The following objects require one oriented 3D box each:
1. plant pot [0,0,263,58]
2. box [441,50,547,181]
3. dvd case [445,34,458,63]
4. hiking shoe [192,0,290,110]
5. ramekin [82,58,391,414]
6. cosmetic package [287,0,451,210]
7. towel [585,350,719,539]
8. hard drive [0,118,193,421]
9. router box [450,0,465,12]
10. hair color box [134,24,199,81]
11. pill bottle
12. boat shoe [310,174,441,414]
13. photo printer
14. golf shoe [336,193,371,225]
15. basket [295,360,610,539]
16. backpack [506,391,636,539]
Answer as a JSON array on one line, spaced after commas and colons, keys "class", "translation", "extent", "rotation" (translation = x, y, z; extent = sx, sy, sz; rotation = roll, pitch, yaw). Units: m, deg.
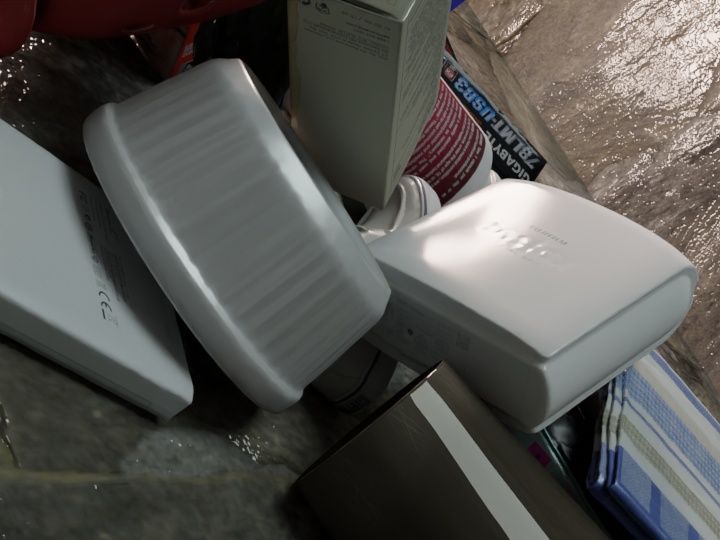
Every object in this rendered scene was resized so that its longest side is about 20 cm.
[{"class": "plant pot", "translation": [-0.152, -0.215, 0.682], "extent": [0.182, 0.201, 0.201], "rotation": [-25, 76, -31]}, {"class": "box", "translation": [0.042, -0.140, 1.194], "extent": [0.198, 0.050, 0.199], "rotation": [44, -21, -22]}, {"class": "dvd case", "translation": [0.018, -0.215, 1.165], "extent": [0.145, 0.022, 0.200], "rotation": [23, -21, 33]}, {"class": "hiking shoe", "translation": [-0.081, -0.128, 0.853], "extent": [0.074, 0.202, 0.087], "rotation": [6, 30, -17]}, {"class": "ramekin", "translation": [-0.062, -0.027, 0.739], "extent": [0.203, 0.094, 0.202], "rotation": [57, 4, -6]}, {"class": "cosmetic package", "translation": [0.007, -0.137, 0.797], "extent": [0.073, 0.104, 0.200], "rotation": [22, -27, 8]}, {"class": "towel", "translation": [0.203, 0.129, 0.855], "extent": [0.147, 0.024, 0.200], "rotation": [46, 28, -13]}, {"class": "hard drive", "translation": [-0.164, -0.019, 0.631], "extent": [0.200, 0.026, 0.133], "rotation": [38, 24, -45]}, {"class": "router box", "translation": [-0.011, -0.236, 1.003], "extent": [0.179, 0.200, 0.049], "rotation": [31, -30, 35]}, {"class": "hair color box", "translation": [-0.121, -0.225, 0.891], "extent": [0.111, 0.064, 0.200], "rotation": [56, -24, 6]}, {"class": "pill bottle", "translation": [0.035, -0.104, 1.057], "extent": [0.200, 0.113, 0.113], "rotation": [47, 18, -30]}, {"class": "boat shoe", "translation": [0.000, 0.000, 0.902], "extent": [0.070, 0.071, 0.201], "rotation": [38, 51, -25]}, {"class": "photo printer", "translation": [0.111, 0.010, 0.844], "extent": [0.166, 0.070, 0.199], "rotation": [30, 38, 33]}, {"class": "golf shoe", "translation": [-0.038, -0.075, 0.989], "extent": [0.200, 0.088, 0.077], "rotation": [43, 21, -31]}, {"class": "basket", "translation": [0.067, 0.164, 0.745], "extent": [0.201, 0.136, 0.180], "rotation": [52, 26, 4]}, {"class": "backpack", "translation": [0.135, 0.153, 0.904], "extent": [0.200, 0.153, 0.175], "rotation": [52, 20, 23]}]
